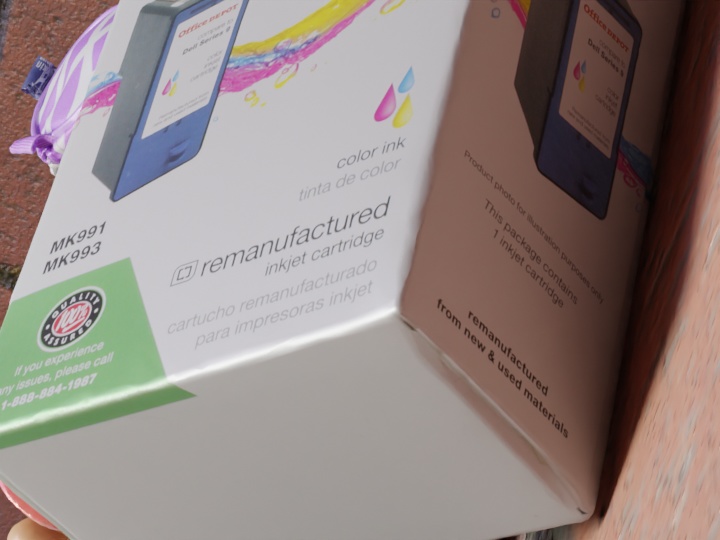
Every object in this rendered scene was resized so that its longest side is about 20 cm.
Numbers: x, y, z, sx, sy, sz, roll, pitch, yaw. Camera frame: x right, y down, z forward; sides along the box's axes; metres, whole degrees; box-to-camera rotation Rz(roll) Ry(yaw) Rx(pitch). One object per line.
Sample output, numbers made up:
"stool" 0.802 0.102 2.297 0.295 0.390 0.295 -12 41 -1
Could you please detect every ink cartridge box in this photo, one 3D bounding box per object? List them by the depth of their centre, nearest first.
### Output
"ink cartridge box" -0.003 -0.026 0.663 0.145 0.088 0.200 -16 42 36

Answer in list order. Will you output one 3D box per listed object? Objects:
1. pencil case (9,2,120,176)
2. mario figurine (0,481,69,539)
"pencil case" -0.046 -0.033 1.060 0.084 0.200 0.086 -24 37 60
"mario figurine" -0.092 0.104 0.882 0.200 0.123 0.106 85 -168 -52
